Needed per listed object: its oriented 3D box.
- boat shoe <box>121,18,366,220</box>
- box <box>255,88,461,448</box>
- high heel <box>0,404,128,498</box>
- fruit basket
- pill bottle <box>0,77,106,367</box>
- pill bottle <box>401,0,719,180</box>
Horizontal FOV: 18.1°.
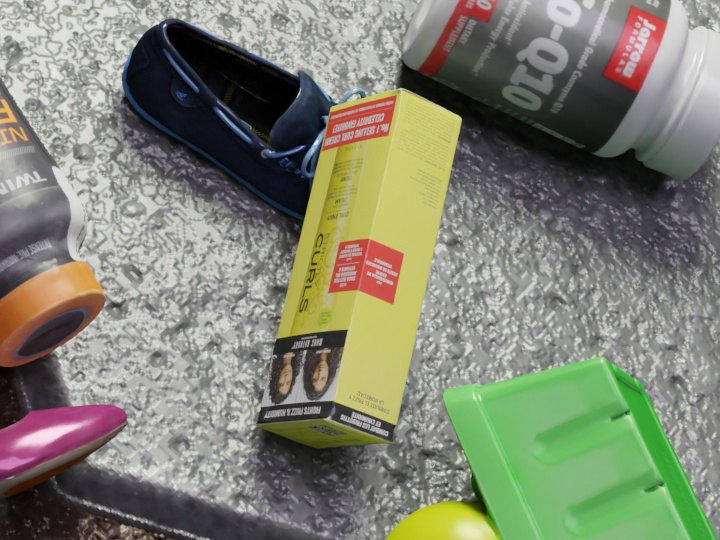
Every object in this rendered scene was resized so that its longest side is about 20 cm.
[{"bbox_3d":[-0.049,-0.084,1.360,0.200,0.069,0.084,22,56,-11],"label":"boat shoe"},{"bbox_3d":[0.000,0.000,1.293,0.050,0.075,0.200,24,71,-33],"label":"box"},{"bbox_3d":[-0.228,0.082,1.199,0.200,0.067,0.096,-20,81,-16],"label":"high heel"},{"bbox_3d":[0.090,0.166,1.255,0.215,0.155,0.216,-5,77,20],"label":"fruit basket"},{"bbox_3d":[-0.221,-0.045,1.249,0.106,0.106,0.200,-27,75,-31],"label":"pill bottle"},{"bbox_3d":[0.138,-0.142,1.439,0.200,0.114,0.114,24,56,-7],"label":"pill bottle"}]
